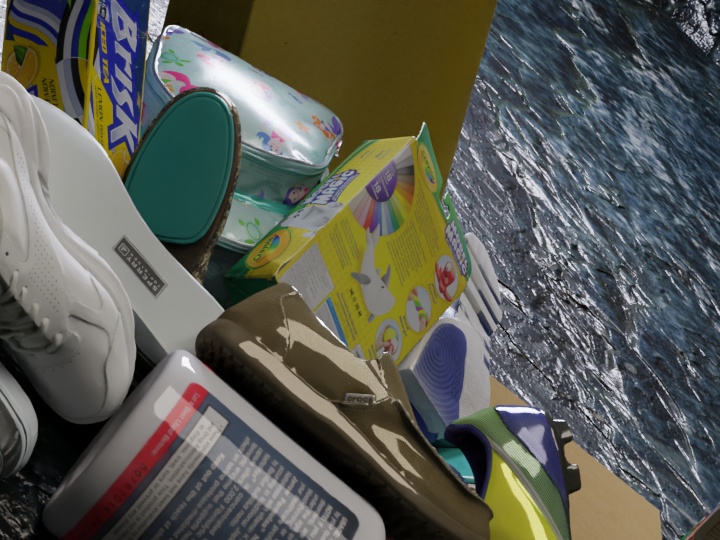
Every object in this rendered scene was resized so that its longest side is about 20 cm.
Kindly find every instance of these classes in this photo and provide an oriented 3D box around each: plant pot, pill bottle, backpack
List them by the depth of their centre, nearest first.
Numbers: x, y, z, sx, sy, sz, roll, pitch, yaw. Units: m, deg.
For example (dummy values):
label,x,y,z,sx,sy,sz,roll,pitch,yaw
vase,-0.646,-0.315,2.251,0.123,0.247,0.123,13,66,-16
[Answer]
label,x,y,z,sx,sy,sz,roll,pitch,yaw
pill bottle,-0.057,0.148,1.178,0.200,0.120,0.120,40,21,-6
backpack,-0.106,-0.053,1.455,0.177,0.151,0.200,29,30,-6
plant pot,-0.044,-0.149,1.642,0.176,0.201,0.200,10,10,-31

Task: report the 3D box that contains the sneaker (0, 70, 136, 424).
label,x,y,z,sx,sy,sz,roll,pitch,yaw
sneaker,-0.185,0.003,1.146,0.201,0.078,0.099,65,26,-19

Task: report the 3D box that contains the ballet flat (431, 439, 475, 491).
label,x,y,z,sx,sy,sz,roll,pitch,yaw
ballet flat,0.056,0.138,1.476,0.069,0.070,0.200,40,12,-6

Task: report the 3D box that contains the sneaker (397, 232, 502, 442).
label,x,y,z,sx,sy,sz,roll,pitch,yaw
sneaker,0.026,0.058,1.524,0.081,0.115,0.200,60,24,-21

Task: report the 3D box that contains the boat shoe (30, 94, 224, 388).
label,x,y,z,sx,sy,sz,roll,pitch,yaw
boat shoe,-0.152,-0.006,1.233,0.200,0.064,0.071,53,43,-5

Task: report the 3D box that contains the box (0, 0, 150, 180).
label,x,y,z,sx,sy,sz,roll,pitch,yaw
box,-0.173,-0.087,1.325,0.064,0.201,0.070,3,-5,23

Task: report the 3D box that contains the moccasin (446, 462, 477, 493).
label,x,y,z,sx,sy,sz,roll,pitch,yaw
moccasin,0.071,0.211,1.337,0.068,0.080,0.201,6,60,-43

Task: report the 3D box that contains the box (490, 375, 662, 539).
label,x,y,z,sx,sy,sz,roll,pitch,yaw
box,0.144,0.162,1.644,0.200,0.021,0.164,38,21,-10

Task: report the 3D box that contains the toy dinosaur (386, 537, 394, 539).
label,x,y,z,sx,sy,sz,roll,pitch,yaw
toy dinosaur,-0.009,0.108,1.291,0.105,0.199,0.183,-44,131,-60

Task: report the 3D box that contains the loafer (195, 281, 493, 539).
label,x,y,z,sx,sy,sz,roll,pitch,yaw
loafer,0.003,0.081,1.209,0.200,0.068,0.076,43,-23,-12

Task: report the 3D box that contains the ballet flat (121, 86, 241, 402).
label,x,y,z,sx,sy,sz,roll,pitch,yaw
ballet flat,-0.117,-0.007,1.319,0.067,0.201,0.075,14,-10,3

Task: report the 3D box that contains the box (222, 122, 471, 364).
label,x,y,z,sx,sy,sz,roll,pitch,yaw
box,0.000,0.000,1.408,0.200,0.048,0.118,-44,124,-43

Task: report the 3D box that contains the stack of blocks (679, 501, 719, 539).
label,x,y,z,sx,sy,sz,roll,pitch,yaw
stack of blocks,0.220,0.204,1.446,0.059,0.200,0.115,44,22,9

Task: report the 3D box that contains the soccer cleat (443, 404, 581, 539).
label,x,y,z,sx,sy,sz,roll,pitch,yaw
soccer cleat,0.092,0.174,1.286,0.083,0.065,0.201,-2,67,-18

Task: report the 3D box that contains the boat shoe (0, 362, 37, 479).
label,x,y,z,sx,sy,sz,roll,pitch,yaw
boat shoe,-0.244,0.031,1.136,0.200,0.072,0.071,44,16,-2
